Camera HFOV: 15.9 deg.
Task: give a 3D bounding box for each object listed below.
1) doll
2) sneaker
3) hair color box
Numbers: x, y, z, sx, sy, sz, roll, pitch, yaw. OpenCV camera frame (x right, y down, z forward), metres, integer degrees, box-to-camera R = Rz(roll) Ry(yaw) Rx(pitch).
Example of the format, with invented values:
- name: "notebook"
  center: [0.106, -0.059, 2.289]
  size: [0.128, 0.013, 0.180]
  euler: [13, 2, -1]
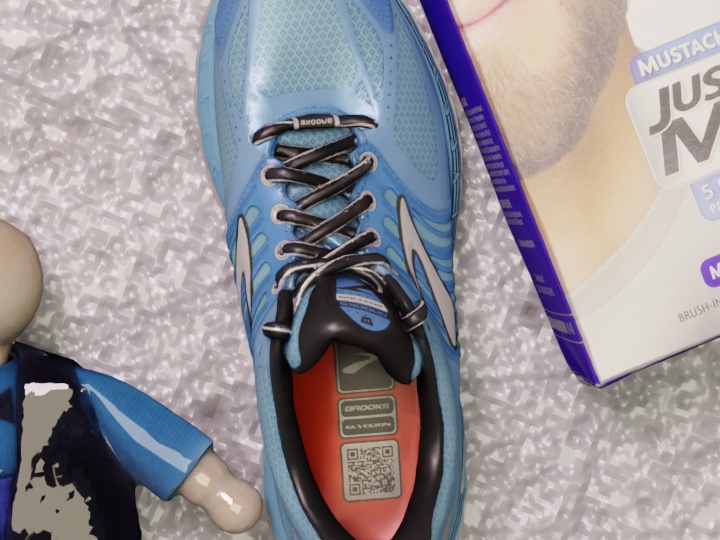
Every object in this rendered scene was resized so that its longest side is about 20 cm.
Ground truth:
- name: "doll"
  center: [-0.095, 0.082, 0.752]
  size: [0.136, 0.048, 0.200]
  euler: [-10, 92, 9]
- name: "sneaker"
  center: [0.000, 0.000, 0.736]
  size: [0.078, 0.090, 0.200]
  euler: [-10, 91, -3]
- name: "hair color box"
  center: [0.078, -0.079, 0.753]
  size: [0.109, 0.065, 0.200]
  euler: [-23, 91, -2]
